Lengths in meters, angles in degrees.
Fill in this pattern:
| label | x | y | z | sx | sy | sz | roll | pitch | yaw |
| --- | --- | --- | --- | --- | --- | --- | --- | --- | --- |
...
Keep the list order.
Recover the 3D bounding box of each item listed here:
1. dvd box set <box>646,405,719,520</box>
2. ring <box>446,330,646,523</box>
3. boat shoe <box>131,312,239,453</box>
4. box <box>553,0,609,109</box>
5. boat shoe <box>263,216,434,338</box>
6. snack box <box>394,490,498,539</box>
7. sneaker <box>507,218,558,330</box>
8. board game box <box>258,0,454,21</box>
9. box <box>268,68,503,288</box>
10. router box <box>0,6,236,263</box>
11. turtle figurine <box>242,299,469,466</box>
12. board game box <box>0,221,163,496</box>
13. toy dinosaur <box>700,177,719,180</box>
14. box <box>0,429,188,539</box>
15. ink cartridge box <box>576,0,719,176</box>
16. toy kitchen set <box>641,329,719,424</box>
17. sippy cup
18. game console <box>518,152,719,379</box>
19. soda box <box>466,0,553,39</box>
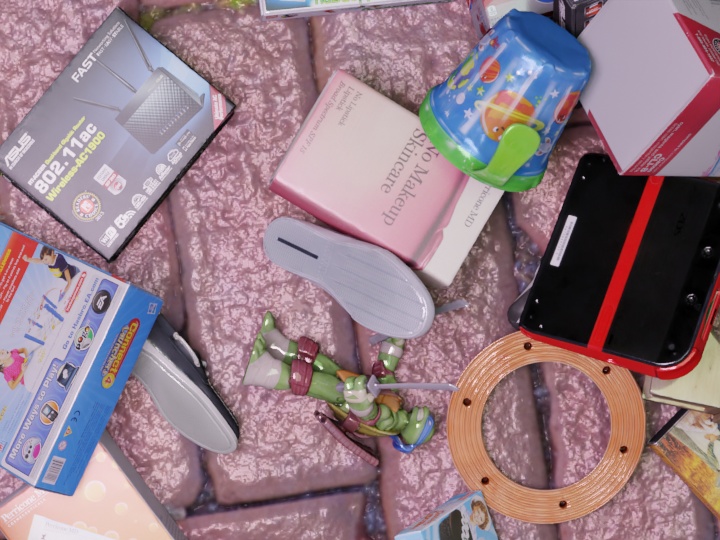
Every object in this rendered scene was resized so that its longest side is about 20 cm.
| label | x | y | z | sx | sy | sz | roll | pitch | yaw |
| --- | --- | --- | --- | --- | --- | --- | --- | --- | --- |
| dvd box set | 0.413 | 0.199 | 1.534 | 0.146 | 0.029 | 0.200 | -43 | 93 | -5 |
| ring | 0.185 | 0.154 | 1.501 | 0.199 | 0.019 | 0.201 | 0 | 96 | 2 |
| boat shoe | -0.182 | 0.093 | 1.452 | 0.200 | 0.075 | 0.060 | 50 | 46 | -18 |
| box | 0.286 | -0.255 | 1.464 | 0.199 | 0.160 | 0.044 | -22 | 58 | -6 |
| boat shoe | 0.000 | 0.000 | 1.431 | 0.200 | 0.067 | 0.074 | 34 | 106 | 28 |
| snack box | 0.109 | 0.329 | 1.462 | 0.037 | 0.116 | 0.201 | -19 | 92 | 37 |
| sneaker | 0.218 | -0.020 | 1.506 | 0.200 | 0.074 | 0.080 | -44 | 67 | -2 |
| board game box | -0.008 | -0.323 | 1.492 | 0.199 | 0.035 | 0.127 | -6 | 89 | -6 |
| box | 0.026 | -0.086 | 1.456 | 0.200 | 0.109 | 0.128 | 31 | 86 | -5 |
| router box | -0.238 | -0.130 | 1.451 | 0.150 | 0.062 | 0.200 | 39 | 86 | -3 |
| turtle figurine | -0.003 | 0.081 | 1.438 | 0.193 | 0.200 | 0.144 | 18 | 53 | -2 |
| board game box | -0.305 | 0.078 | 1.388 | 0.195 | 0.056 | 0.201 | 23 | 85 | 34 |
| toy dinosaur | 0.371 | -0.121 | 1.530 | 0.199 | 0.060 | 0.106 | 21 | 53 | -3 |
| box | -0.239 | 0.268 | 1.429 | 0.124 | 0.097 | 0.200 | -37 | 93 | -5 |
| ink cartridge box | 0.325 | -0.185 | 1.408 | 0.199 | 0.145 | 0.146 | -1 | 55 | -35 |
| toy kitchen set | 0.393 | 0.057 | 1.441 | 0.199 | 0.163 | 0.181 | 12 | 81 | 5 |
| sippy cup | 0.143 | -0.166 | 1.393 | 0.139 | 0.130 | 0.178 | 0 | 46 | -41 |
| game console | 0.263 | -0.007 | 1.436 | 0.176 | 0.031 | 0.201 | 16 | 76 | 27 |
| soda box | 0.208 | -0.291 | 1.498 | 0.199 | 0.070 | 0.064 | -17 | 90 | -6 |
